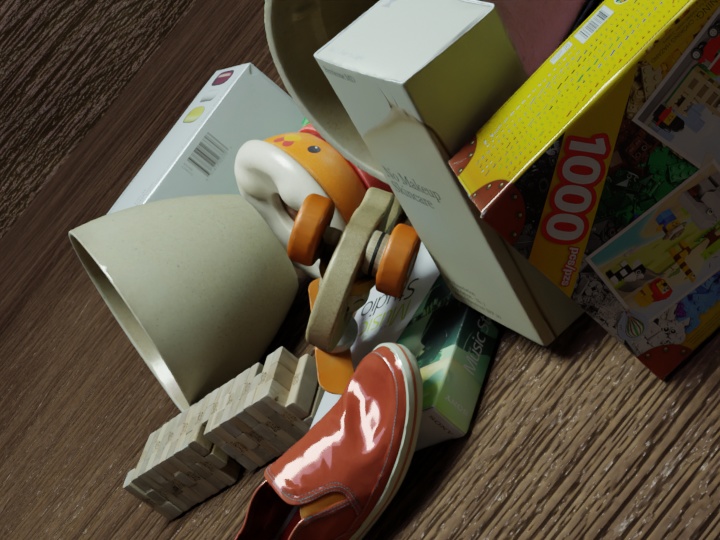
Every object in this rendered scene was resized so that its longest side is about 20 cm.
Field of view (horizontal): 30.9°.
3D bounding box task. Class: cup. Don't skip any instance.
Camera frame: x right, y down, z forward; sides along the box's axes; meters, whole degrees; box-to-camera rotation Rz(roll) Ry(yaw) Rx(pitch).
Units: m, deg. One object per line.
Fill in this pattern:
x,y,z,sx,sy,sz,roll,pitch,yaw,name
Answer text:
-0.139,0.014,1.136,0.143,0.201,0.200,-33,17,-14,cup

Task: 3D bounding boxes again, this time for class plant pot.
0.068,-0.182,0.891,0.184,0.201,0.200,-48,17,-31,plant pot

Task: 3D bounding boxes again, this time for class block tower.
-0.105,0.130,1.033,0.200,0.054,0.058,-35,25,34,block tower

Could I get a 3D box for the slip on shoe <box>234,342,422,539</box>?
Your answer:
-0.026,0.132,0.807,0.200,0.061,0.074,-58,37,7,slip on shoe

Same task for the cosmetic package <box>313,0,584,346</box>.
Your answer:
0.066,-0.061,0.767,0.073,0.200,0.103,-41,32,-13,cosmetic package

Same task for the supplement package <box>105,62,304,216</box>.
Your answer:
-0.127,-0.077,1.285,0.200,0.156,0.111,-55,21,-11,supplement package

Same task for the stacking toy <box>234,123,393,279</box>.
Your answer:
0.002,-0.098,1.142,0.200,0.146,0.146,-40,16,-22,stacking toy

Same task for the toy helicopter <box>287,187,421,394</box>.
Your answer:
0.000,0.000,0.917,0.200,0.079,0.133,-56,-17,-67,toy helicopter

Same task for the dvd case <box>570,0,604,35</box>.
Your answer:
0.153,-0.145,0.946,0.200,0.025,0.150,-61,1,-25,dvd case

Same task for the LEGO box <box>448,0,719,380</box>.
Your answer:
0.170,-0.068,0.672,0.200,0.149,0.077,-46,24,12,LEGO box

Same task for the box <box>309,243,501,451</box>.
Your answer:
0.041,0.044,0.907,0.144,0.036,0.200,-28,31,45,box

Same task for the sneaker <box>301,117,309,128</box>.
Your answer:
-0.031,-0.103,1.231,0.200,0.074,0.084,-41,48,1,sneaker
